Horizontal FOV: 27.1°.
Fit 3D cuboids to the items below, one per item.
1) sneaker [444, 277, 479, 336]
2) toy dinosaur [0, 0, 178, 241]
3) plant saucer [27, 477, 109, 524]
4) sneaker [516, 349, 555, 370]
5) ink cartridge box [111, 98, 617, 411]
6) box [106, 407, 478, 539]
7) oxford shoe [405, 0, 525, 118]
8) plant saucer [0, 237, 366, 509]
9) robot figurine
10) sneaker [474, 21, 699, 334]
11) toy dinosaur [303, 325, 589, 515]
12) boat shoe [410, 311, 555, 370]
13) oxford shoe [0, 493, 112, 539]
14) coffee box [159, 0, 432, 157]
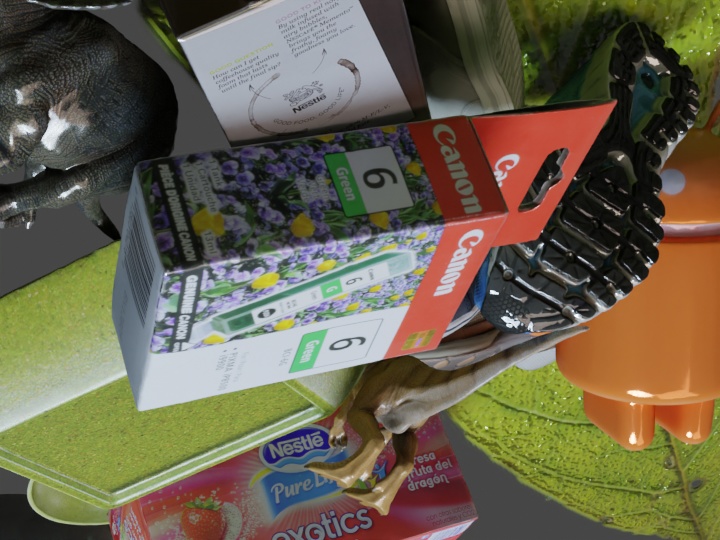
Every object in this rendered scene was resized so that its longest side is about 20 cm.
[{"bbox_3d":[0.000,0.000,0.828,0.199,0.079,0.080,-12,146,-31],"label":"sneaker"},{"bbox_3d":[-0.110,-0.057,0.570,0.102,0.077,0.200,-26,141,0],"label":"toy dinosaur"},{"bbox_3d":[-0.107,0.095,0.905,0.199,0.031,0.200,-19,154,-9],"label":"plant saucer"},{"bbox_3d":[0.173,0.041,1.007,0.073,0.116,0.200,-4,149,-37],"label":"sneaker"},{"bbox_3d":[0.006,-0.007,0.592,0.199,0.051,0.109,-10,152,-20],"label":"ink cartridge box"},{"bbox_3d":[-0.044,0.149,0.913,0.199,0.095,0.103,-12,156,-22],"label":"box"},{"bbox_3d":[0.038,-0.109,0.673,0.057,0.076,0.200,-1,156,12],"label":"oxford shoe"},{"bbox_3d":[-0.103,0.057,0.734,0.199,0.048,0.200,-25,153,11],"label":"plant saucer"},{"bbox_3d":[0.171,0.002,0.875,0.143,0.202,0.117,7,-164,21],"label":"robot figurine"},{"bbox_3d":[0.108,-0.037,0.765,0.090,0.078,0.200,-35,-163,51],"label":"sneaker"},{"bbox_3d":[0.022,0.067,0.769,0.060,0.107,0.200,31,163,-21],"label":"toy dinosaur"},{"bbox_3d":[0.063,0.024,0.935,0.199,0.072,0.076,-10,169,-34],"label":"boat shoe"},{"bbox_3d":[-0.261,0.197,0.999,0.198,0.072,0.071,-10,158,-1],"label":"oxford shoe"},{"bbox_3d":[-0.027,-0.094,0.590,0.079,0.114,0.200,-23,155,0],"label":"coffee box"}]
